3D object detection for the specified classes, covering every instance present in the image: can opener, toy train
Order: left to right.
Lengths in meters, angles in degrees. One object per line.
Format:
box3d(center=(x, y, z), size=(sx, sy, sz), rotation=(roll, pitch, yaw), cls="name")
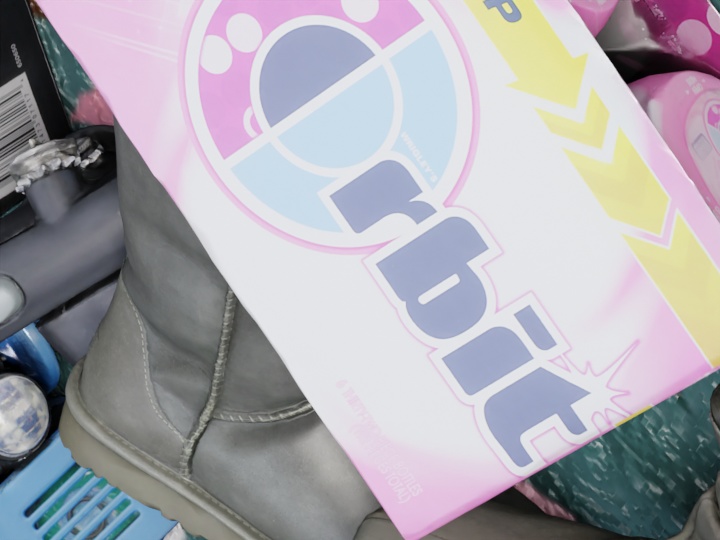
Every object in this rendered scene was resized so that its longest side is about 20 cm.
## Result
box3d(center=(-0.127, 0.017, 0.908), size=(0.079, 0.200, 0.063), rotation=(64, -168, -5), cls="can opener")
box3d(center=(-0.153, 0.075, 1.105), size=(0.114, 0.087, 0.200), rotation=(55, 152, -16), cls="toy train")

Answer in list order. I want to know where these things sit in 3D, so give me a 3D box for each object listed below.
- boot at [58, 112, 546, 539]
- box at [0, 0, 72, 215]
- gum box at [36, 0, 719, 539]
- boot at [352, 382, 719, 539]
box3d(center=(0.000, 0.002, 0.812), size=(0.182, 0.073, 0.200), rotation=(23, 128, 6), cls="boot")
box3d(center=(-0.184, -0.115, 0.947), size=(0.141, 0.079, 0.200), rotation=(25, 141, 46), cls="box")
box3d(center=(0.008, -0.054, 0.682), size=(0.113, 0.066, 0.200), rotation=(-33, 93, 32), cls="gum box")
box3d(center=(0.089, 0.068, 0.732), size=(0.200, 0.068, 0.131), rotation=(19, 137, 18), cls="boot")
